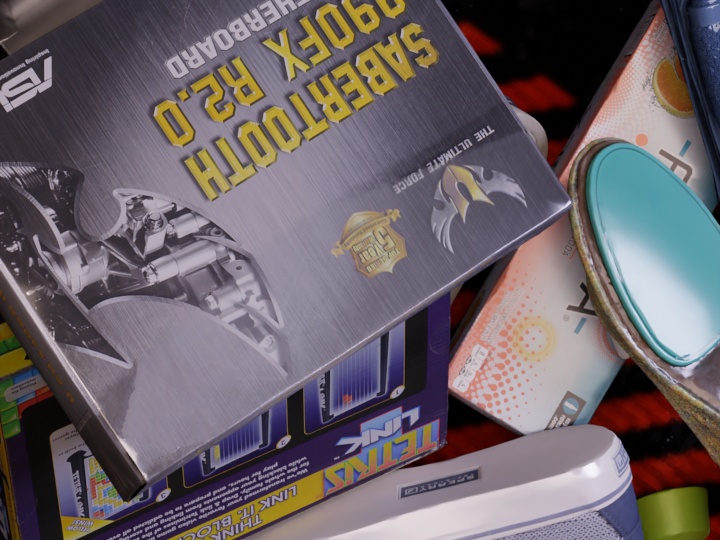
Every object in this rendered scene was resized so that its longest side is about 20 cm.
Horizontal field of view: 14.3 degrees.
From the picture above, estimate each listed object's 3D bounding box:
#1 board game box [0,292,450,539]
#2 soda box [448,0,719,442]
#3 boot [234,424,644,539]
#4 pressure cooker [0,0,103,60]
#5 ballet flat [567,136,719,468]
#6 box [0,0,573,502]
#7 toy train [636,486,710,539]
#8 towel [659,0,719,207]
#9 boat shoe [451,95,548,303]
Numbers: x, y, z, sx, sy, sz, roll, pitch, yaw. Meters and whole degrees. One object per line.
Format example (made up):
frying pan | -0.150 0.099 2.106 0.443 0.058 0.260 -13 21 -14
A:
board game box | -0.061 0.041 1.150 0.199 0.166 0.057 -23 53 -19
soda box | 0.109 -0.020 1.254 0.068 0.064 0.200 31 89 -2
boot | 0.025 0.133 1.216 0.199 0.073 0.091 -13 109 13
pressure cooker | -0.095 -0.071 1.190 0.200 0.179 0.176 -35 92 -3
ballet flat | 0.143 0.036 1.195 0.071 0.071 0.200 -40 93 -2
box | -0.046 -0.034 1.059 0.200 0.048 0.159 -32 85 -19
toy train | 0.141 0.148 1.254 0.199 0.085 0.116 -18 74 5
towel | 0.198 -0.057 1.211 0.111 0.049 0.201 -24 107 -15
boat shoe | 0.000 0.000 1.264 0.200 0.073 0.063 -51 48 4
